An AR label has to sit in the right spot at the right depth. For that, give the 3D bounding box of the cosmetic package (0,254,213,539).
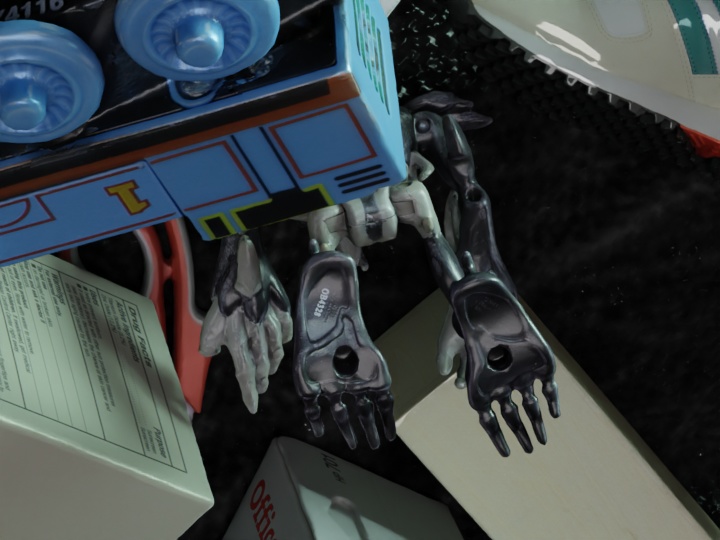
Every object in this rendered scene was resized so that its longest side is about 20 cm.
[{"bbox_3d":[-0.152,0.031,0.771,0.073,0.104,0.200,-43,133,21],"label":"cosmetic package"}]

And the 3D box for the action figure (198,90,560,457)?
[{"bbox_3d":[0.000,0.000,0.804,0.119,0.200,0.102,-6,115,-7],"label":"action figure"}]

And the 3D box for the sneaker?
[{"bbox_3d":[0.130,-0.088,0.872,0.199,0.070,0.094,20,84,-11],"label":"sneaker"}]

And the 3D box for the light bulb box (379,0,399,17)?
[{"bbox_3d":[-0.031,-0.205,0.764,0.200,0.125,0.198,34,102,-17],"label":"light bulb box"}]

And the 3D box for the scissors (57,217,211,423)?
[{"bbox_3d":[-0.066,0.056,0.909,0.073,0.014,0.200,-11,109,-7],"label":"scissors"}]

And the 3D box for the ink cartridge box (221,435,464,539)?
[{"bbox_3d":[-0.031,0.186,0.889,0.086,0.146,0.200,25,104,-18],"label":"ink cartridge box"}]

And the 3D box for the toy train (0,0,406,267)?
[{"bbox_3d":[-0.085,-0.056,0.702,0.200,0.087,0.114,-16,140,12],"label":"toy train"}]

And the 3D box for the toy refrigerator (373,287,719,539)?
[{"bbox_3d":[0.088,0.096,0.916,0.070,0.076,0.200,-40,111,6],"label":"toy refrigerator"}]
